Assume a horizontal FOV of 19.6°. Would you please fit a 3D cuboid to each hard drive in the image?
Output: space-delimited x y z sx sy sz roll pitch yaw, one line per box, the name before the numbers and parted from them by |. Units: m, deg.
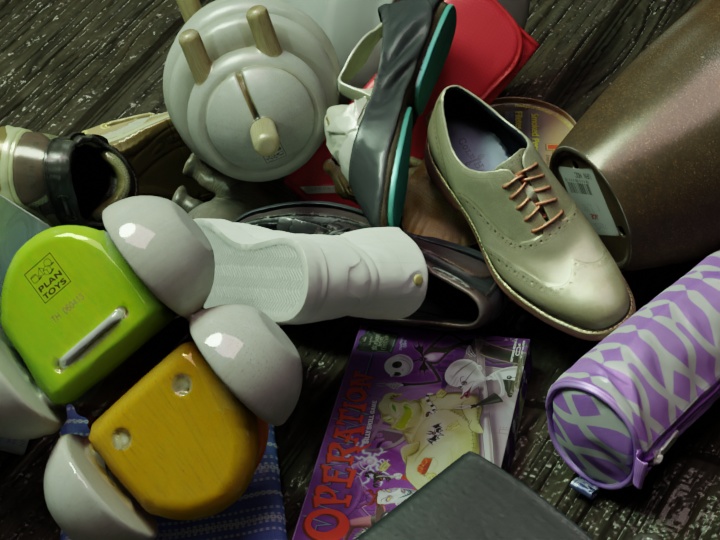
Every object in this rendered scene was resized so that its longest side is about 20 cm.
hard drive | 0.090 0.195 1.185 0.134 0.043 0.200 -34 59 -27

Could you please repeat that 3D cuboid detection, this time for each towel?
towel | -0.123 0.131 1.327 0.143 0.024 0.201 -8 41 -2

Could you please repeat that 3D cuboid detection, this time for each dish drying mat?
dish drying mat | 0.037 -0.113 1.486 0.200 0.077 0.018 -48 8 -3

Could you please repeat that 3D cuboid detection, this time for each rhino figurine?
rhino figurine | -0.095 -0.040 1.486 0.087 0.060 0.200 35 52 11

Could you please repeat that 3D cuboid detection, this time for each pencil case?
pencil case | 0.203 0.058 1.315 0.085 0.084 0.200 25 49 37

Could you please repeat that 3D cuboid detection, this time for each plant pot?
plant pot | 0.233 -0.086 1.406 0.199 0.188 0.187 -28 45 -18

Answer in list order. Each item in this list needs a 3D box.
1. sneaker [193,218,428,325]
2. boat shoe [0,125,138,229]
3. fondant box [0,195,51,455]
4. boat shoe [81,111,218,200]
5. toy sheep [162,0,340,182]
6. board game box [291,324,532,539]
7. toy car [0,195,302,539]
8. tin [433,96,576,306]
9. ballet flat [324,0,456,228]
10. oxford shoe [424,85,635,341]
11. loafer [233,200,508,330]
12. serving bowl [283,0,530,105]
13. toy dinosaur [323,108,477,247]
sneaker | -0.038 0.005 1.341 0.115 0.074 0.199 0 5 -32
boat shoe | -0.186 -0.055 1.402 0.064 0.074 0.200 8 1 16
fondant box | -0.254 0.025 1.299 0.058 0.200 0.146 13 80 22
boat shoe | -0.163 -0.086 1.540 0.198 0.075 0.066 -14 29 -17
toy sheep | -0.076 -0.129 1.439 0.136 0.139 0.200 -6 29 1
board game box | 0.036 0.115 1.321 0.119 0.032 0.201 1 42 15
toy car | -0.135 0.060 1.277 0.175 0.150 0.200 -40 87 8
tin | 0.108 -0.050 1.489 0.111 0.042 0.201 -5 41 8
ballet flat | 0.013 -0.108 1.407 0.072 0.073 0.201 6 55 15
oxford shoe | 0.105 -0.038 1.357 0.071 0.074 0.200 -36 65 -14
loafer | 0.000 0.000 1.391 0.198 0.073 0.063 11 16 8
serving bowl | 0.044 -0.192 1.527 0.199 0.202 0.066 -21 30 -15
toy dinosaur | 0.076 -0.050 1.441 0.198 0.058 0.102 19 64 14
